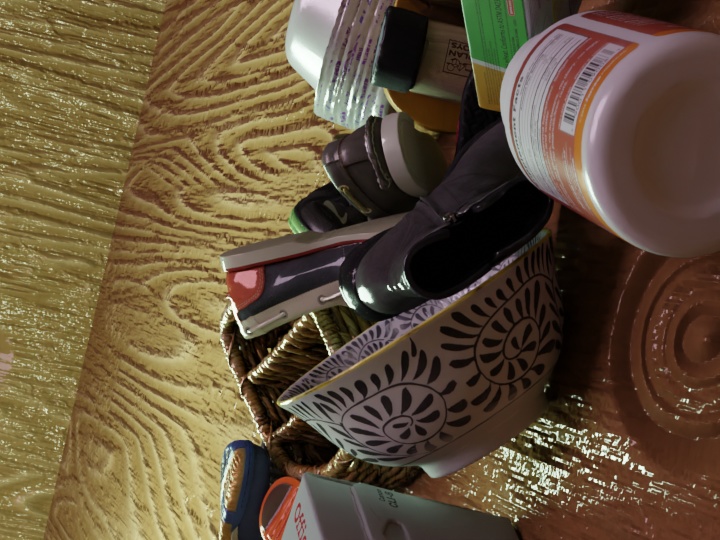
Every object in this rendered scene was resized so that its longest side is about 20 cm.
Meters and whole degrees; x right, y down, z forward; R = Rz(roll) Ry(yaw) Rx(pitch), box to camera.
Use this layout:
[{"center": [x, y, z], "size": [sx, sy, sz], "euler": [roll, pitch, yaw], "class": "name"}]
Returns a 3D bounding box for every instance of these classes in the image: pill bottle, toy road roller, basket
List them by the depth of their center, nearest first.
[{"center": [0.142, -0.080, 0.998], "size": [0.200, 0.111, 0.113], "euler": [-134, 58, -73], "class": "pill bottle"}, {"center": [0.074, -0.198, 1.333], "size": [0.146, 0.122, 0.202], "euler": [-177, 100, -86], "class": "toy road roller"}, {"center": [-0.027, 0.083, 1.399], "size": [0.200, 0.148, 0.144], "euler": [136, 144, -62], "class": "basket"}]

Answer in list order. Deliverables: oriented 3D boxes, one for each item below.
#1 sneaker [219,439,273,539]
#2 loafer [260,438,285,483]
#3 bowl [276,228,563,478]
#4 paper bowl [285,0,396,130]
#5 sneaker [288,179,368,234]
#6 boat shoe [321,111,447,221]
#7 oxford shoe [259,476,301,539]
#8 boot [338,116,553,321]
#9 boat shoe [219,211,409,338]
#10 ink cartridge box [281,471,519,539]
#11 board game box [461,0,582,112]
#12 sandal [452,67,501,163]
[{"center": [-0.071, 0.212, 1.502], "size": [0.076, 0.087, 0.201], "euler": [-90, 2, -49], "class": "sneaker"}, {"center": [-0.047, 0.135, 1.601], "size": [0.071, 0.072, 0.201], "euler": [110, 172, -63], "class": "loafer"}, {"center": [0.055, 0.066, 1.157], "size": [0.095, 0.200, 0.201], "euler": [58, 161, -2], "class": "bowl"}, {"center": [0.008, -0.215, 1.500], "size": [0.201, 0.104, 0.202], "euler": [21, -90, -87], "class": "paper bowl"}, {"center": [0.004, -0.061, 1.456], "size": [0.084, 0.077, 0.200], "euler": [-53, 1, 30], "class": "sneaker"}, {"center": [0.026, -0.062, 1.333], "size": [0.202, 0.060, 0.073], "euler": [38, -140, -71], "class": "boat shoe"}, {"center": [0.003, 0.209, 1.362], "size": [0.200, 0.073, 0.072], "euler": [37, 102, 54], "class": "oxford shoe"}, {"center": [0.085, -0.038, 1.136], "size": [0.200, 0.070, 0.132], "euler": [-45, 10, -22], "class": "boot"}, {"center": [0.000, 0.000, 1.262], "size": [0.071, 0.199, 0.063], "euler": [-31, -72, -70], "class": "boat shoe"}, {"center": [0.012, 0.250, 1.126], "size": [0.145, 0.144, 0.201], "euler": [-114, 40, -67], "class": "ink cartridge box"}, {"center": [0.112, -0.219, 1.133], "size": [0.153, 0.040, 0.201], "euler": [75, -148, -54], "class": "board game box"}, {"center": [0.095, -0.091, 1.259], "size": [0.045, 0.075, 0.201], "euler": [-79, 8, -55], "class": "sandal"}]
